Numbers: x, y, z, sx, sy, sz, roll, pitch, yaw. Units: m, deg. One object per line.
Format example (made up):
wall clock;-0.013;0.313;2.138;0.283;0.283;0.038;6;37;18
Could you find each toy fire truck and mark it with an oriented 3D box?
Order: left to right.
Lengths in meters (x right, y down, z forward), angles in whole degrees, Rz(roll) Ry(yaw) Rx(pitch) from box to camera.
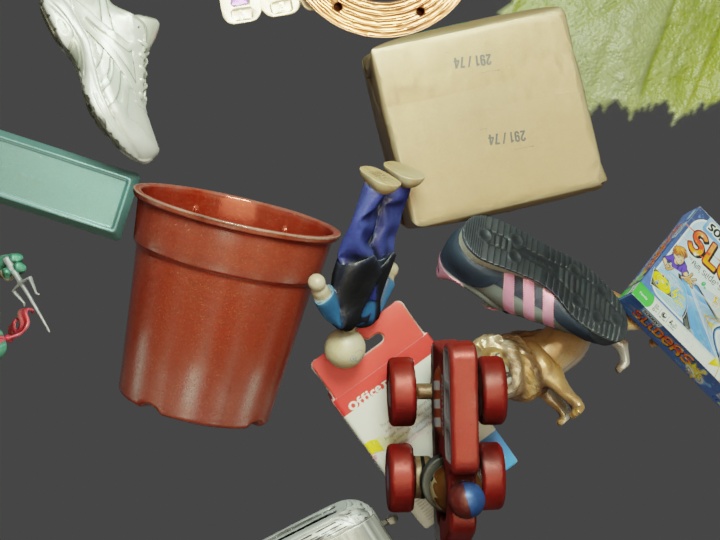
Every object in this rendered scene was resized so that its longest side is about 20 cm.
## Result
toy fire truck;0.084;0.160;1.533;0.112;0.168;0.201;0;92;-3

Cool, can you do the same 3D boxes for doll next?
doll;0.000;0.000;1.558;0.048;0.136;0.200;28;116;29

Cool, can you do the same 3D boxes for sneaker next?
sneaker;-0.232;-0.203;1.614;0.099;0.078;0.200;-26;94;-8
sneaker;0.166;0.020;1.624;0.200;0.082;0.070;32;50;-12

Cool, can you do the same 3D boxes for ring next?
ring;0.021;-0.330;1.647;0.200;0.019;0.201;0;92;-5

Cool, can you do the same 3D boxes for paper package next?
paper package;0.119;-0.149;1.632;0.200;0.103;0.191;-14;92;-4

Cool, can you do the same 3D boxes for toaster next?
toaster;-0.040;0.312;1.626;0.200;0.114;0.129;-27;90;-2

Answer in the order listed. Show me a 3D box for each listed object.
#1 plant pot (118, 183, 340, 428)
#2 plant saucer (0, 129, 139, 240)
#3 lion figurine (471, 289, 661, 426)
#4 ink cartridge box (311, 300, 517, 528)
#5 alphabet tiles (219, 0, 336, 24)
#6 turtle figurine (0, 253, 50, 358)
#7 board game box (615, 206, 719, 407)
plant pot;-0.138;0.036;1.578;0.200;0.201;0.196;13;98;-5
plant saucer;-0.322;-0.092;1.636;0.200;0.019;0.070;18;89;-4
lion figurine;0.206;0.073;1.670;0.200;0.072;0.123;-39;87;-17
ink cartridge box;0.049;0.139;1.649;0.116;0.067;0.200;-35;94;-4
alphabet tiles;-0.094;-0.348;1.652;0.200;0.015;0.196;-11;93;-5
turtle figurine;-0.396;0.028;1.592;0.200;0.101;0.150;44;72;10
board game box;0.367;0.053;1.668;0.200;0.034;0.135;44;62;-5
